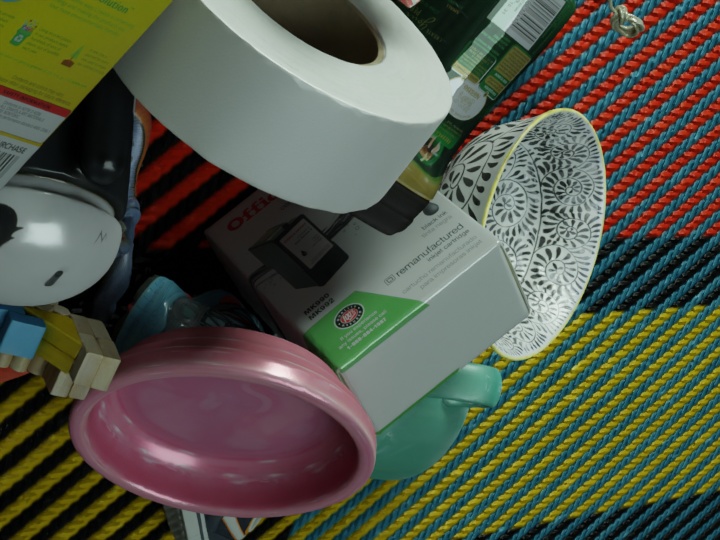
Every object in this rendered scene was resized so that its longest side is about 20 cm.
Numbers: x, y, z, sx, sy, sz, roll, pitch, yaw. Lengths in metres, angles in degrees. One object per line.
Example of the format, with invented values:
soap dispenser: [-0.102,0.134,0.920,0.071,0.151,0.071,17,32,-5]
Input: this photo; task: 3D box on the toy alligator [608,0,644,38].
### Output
toy alligator: [0.169,-0.250,1.161,0.200,0.059,0.054,38,53,-48]

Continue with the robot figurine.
robot figurine: [-0.196,-0.079,0.898,0.125,0.200,0.150,5,163,-8]

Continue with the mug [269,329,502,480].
mug: [0.004,0.075,1.187,0.114,0.152,0.185,15,135,-43]

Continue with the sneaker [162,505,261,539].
sneaker: [-0.121,0.151,1.211,0.079,0.078,0.200,-24,145,-17]

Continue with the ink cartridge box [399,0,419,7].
ink cartridge box: [0.000,-0.258,0.897,0.116,0.200,0.068,-43,148,-5]

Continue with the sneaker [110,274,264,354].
sneaker: [-0.105,0.065,1.111,0.079,0.095,0.200,-58,163,5]

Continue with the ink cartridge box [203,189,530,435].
ink cartridge box: [0.000,0.000,1.103,0.146,0.200,0.084,-38,135,-10]

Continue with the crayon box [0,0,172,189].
crayon box: [-0.171,-0.126,0.749,0.200,0.051,0.127,-44,155,15]

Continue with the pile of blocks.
pile of blocks: [-0.240,0.028,0.942,0.062,0.200,0.082,-63,161,18]

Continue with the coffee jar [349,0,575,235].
coffee jar: [0.042,-0.125,1.000,0.085,0.104,0.200,30,101,-45]

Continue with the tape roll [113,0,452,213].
tape roll: [-0.048,-0.126,0.875,0.202,0.203,0.071,9,129,-43]

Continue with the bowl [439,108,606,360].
bowl: [0.108,-0.037,1.221,0.201,0.094,0.201,-28,125,-48]

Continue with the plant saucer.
plant saucer: [-0.088,0.097,1.006,0.200,0.051,0.201,4,144,3]

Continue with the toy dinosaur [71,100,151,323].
toy dinosaur: [-0.186,-0.037,1.042,0.182,0.105,0.200,-62,172,2]
